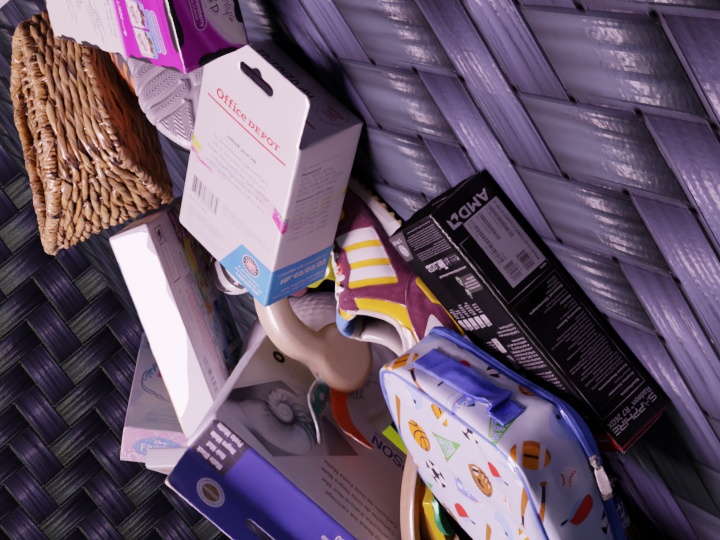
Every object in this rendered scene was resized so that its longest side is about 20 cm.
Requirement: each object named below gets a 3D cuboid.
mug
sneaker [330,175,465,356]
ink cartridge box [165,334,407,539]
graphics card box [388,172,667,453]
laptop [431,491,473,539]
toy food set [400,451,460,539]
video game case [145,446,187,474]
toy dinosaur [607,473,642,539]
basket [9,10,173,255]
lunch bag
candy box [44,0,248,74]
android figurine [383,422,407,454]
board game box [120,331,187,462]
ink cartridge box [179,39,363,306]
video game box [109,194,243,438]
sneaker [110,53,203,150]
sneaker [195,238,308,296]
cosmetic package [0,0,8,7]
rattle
[{"bbox_3d":[-0.003,0.102,1.498,0.198,0.149,0.175,20,173,-14],"label":"mug"},{"bbox_3d":[0.000,0.000,1.269,0.200,0.090,0.075,42,165,30],"label":"sneaker"},{"bbox_3d":[-0.043,0.169,1.311,0.199,0.041,0.200,41,-150,-7],"label":"ink cartridge box"},{"bbox_3d":[0.109,0.033,1.081,0.200,0.051,0.125,49,168,-2],"label":"graphics card box"},{"bbox_3d":[0.179,0.233,1.242,0.187,0.116,0.201,38,164,42],"label":"laptop"},{"bbox_3d":[0.090,0.198,1.354,0.048,0.199,0.201,1,131,27],"label":"toy food set"},{"bbox_3d":[-0.069,0.193,1.494,0.181,0.022,0.200,-6,160,34],"label":"video game case"},{"bbox_3d":[0.137,0.158,1.268,0.199,0.103,0.136,21,173,23],"label":"toy dinosaur"},{"bbox_3d":[-0.283,-0.140,1.510,0.143,0.148,0.202,44,-153,-63],"label":"basket"},{"bbox_3d":[0.099,0.128,1.099,0.200,0.075,0.161,30,147,54],"label":"lunch bag"},{"bbox_3d":[-0.169,-0.227,1.145,0.199,0.061,0.137,22,133,49],"label":"candy box"},{"bbox_3d":[0.022,0.148,1.724,0.182,0.041,0.200,51,167,-2],"label":"android figurine"},{"bbox_3d":[-0.138,0.139,1.652,0.199,0.198,0.044,-94,13,-65],"label":"board game box"},{"bbox_3d":[-0.067,-0.088,1.204,0.115,0.068,0.201,43,139,27],"label":"ink cartridge box"},{"bbox_3d":[-0.167,0.039,1.535,0.182,0.046,0.202,-56,-53,-76],"label":"video game box"},{"bbox_3d":[-0.168,-0.169,1.435,0.201,0.077,0.112,56,175,25],"label":"sneaker"},{"bbox_3d":[-0.096,-0.037,1.551,0.115,0.076,0.201,15,-145,-28],"label":"sneaker"},{"bbox_3d":[-0.317,-0.321,1.269,0.200,0.167,0.167,32,159,56],"label":"cosmetic package"},{"bbox_3d":[-0.054,0.059,1.376,0.142,0.130,0.202,-12,90,38],"label":"rattle"}]
